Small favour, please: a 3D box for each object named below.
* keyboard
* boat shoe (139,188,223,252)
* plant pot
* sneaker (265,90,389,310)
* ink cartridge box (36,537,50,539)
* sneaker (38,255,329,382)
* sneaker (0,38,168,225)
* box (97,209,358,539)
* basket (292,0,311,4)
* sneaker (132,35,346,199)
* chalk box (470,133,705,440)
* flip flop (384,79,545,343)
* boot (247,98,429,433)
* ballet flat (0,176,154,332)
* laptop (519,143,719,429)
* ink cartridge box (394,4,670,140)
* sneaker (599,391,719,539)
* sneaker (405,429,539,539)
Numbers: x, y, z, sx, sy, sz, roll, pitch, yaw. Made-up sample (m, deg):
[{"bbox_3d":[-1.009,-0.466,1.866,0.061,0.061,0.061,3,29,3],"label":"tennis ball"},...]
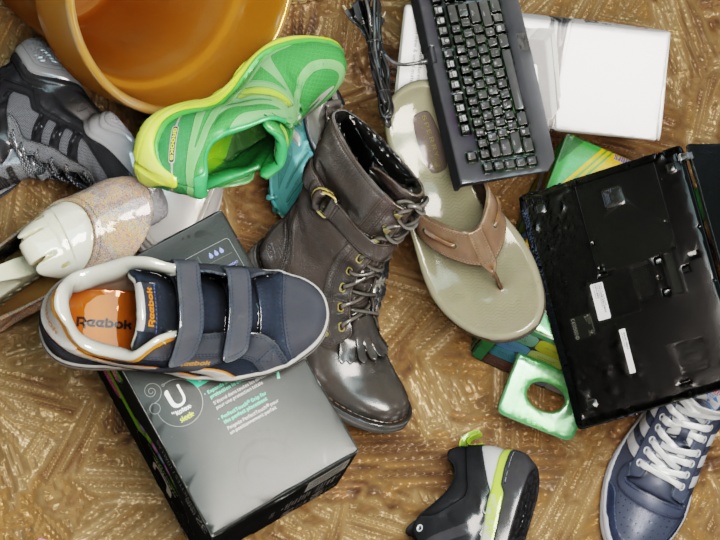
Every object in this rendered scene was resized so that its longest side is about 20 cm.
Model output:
[{"bbox_3d":[0.059,-0.154,1.427,0.126,0.021,0.202,-11,72,-3],"label":"keyboard"},{"bbox_3d":[-0.130,-0.104,1.530,0.070,0.069,0.202,14,73,-6],"label":"boat shoe"},{"bbox_3d":[-0.180,-0.231,1.482,0.199,0.183,0.202,-15,114,-37],"label":"plant pot"},{"bbox_3d":[-0.031,-0.057,1.542,0.079,0.077,0.202,-21,81,15],"label":"sneaker"},{"bbox_3d":[-0.138,0.260,1.385,0.198,0.146,0.086,14,71,-4],"label":"ink cartridge box"},{"bbox_3d":[-0.115,0.032,1.333,0.198,0.079,0.079,-4,75,-10],"label":"sneaker"},{"bbox_3d":[-0.231,-0.080,1.491,0.114,0.076,0.200,-38,59,-9],"label":"sneaker"},{"bbox_3d":[-0.108,0.085,1.438,0.124,0.149,0.201,-29,80,-14],"label":"box"},{"bbox_3d":[-0.017,-0.308,1.564,0.199,0.149,0.143,-29,80,-16],"label":"basket"},{"bbox_3d":[-0.074,-0.102,1.435,0.083,0.075,0.200,31,48,27],"label":"sneaker"},{"bbox_3d":[0.166,0.024,1.510,0.124,0.124,0.201,21,72,-2],"label":"chalk box"},{"bbox_3d":[0.071,-0.043,1.426,0.080,0.058,0.202,-19,86,2],"label":"flip flop"},{"bbox_3d":[0.000,0.000,1.437,0.069,0.174,0.200,-23,69,-44],"label":"boot"},{"bbox_3d":[-0.232,-0.003,1.431,0.199,0.067,0.068,-34,75,26],"label":"ballet flat"},{"bbox_3d":[0.239,0.009,1.456,0.198,0.103,0.179,-18,76,15],"label":"laptop"},{"bbox_3d":[0.130,-0.153,1.520,0.198,0.145,0.085,7,98,3],"label":"ink cartridge box"},{"bbox_3d":[0.244,0.122,1.502,0.070,0.109,0.201,27,72,0],"label":"sneaker"},{"bbox_3d":[0.070,0.218,1.483,0.082,0.072,0.201,14,70,21],"label":"sneaker"}]
